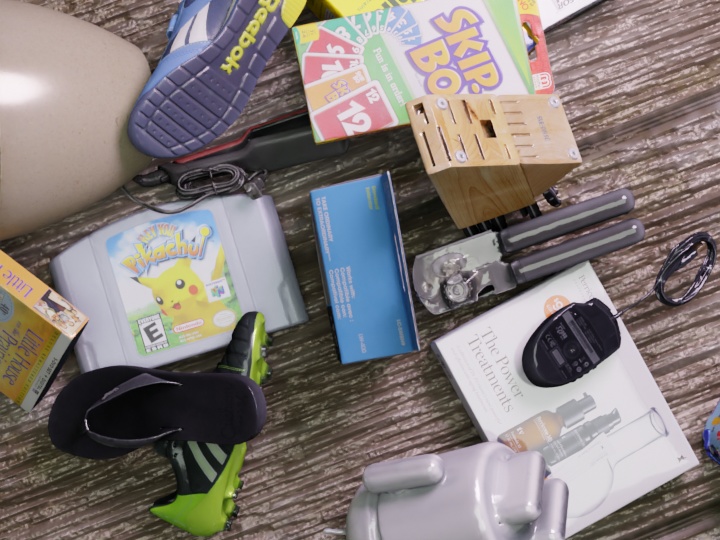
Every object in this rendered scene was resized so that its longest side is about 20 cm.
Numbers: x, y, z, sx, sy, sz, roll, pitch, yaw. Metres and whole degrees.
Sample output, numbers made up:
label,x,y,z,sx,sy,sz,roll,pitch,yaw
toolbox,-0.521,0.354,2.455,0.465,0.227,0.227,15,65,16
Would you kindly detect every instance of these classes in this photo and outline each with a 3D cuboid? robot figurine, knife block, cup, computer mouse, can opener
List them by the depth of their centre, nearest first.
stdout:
label,x,y,z,sx,sy,sz,roll,pitch,yaw
knife block,0.086,-0.076,1.580,0.200,0.176,0.064,-4,67,-36
cup,-0.248,-0.129,1.587,0.143,0.200,0.201,-7,89,-21
robot figurine,0.071,0.208,1.595,0.200,0.113,0.170,-17,127,28
computer mouse,0.216,0.032,1.622,0.200,0.034,0.059,-33,98,-11
can opener,0.139,-0.017,1.636,0.200,0.067,0.053,-19,91,5

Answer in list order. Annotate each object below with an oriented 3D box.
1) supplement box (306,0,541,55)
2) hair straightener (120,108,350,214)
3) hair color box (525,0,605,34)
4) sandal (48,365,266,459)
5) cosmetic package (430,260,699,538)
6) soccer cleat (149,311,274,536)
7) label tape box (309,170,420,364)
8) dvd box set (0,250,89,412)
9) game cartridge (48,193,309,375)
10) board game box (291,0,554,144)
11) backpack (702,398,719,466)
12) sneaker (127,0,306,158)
label,x,y,z,sx,sy,sz,roll,pitch,yaw
supplement box,0.040,-0.220,1.627,0.109,0.110,0.200,-44,91,-3
hair straightener,-0.105,-0.091,1.633,0.200,0.077,0.041,-13,123,-3
hair color box,0.139,-0.306,1.657,0.099,0.061,0.200,-29,89,-2
sandal,-0.175,0.114,1.589,0.200,0.043,0.076,-8,93,25
cosmetic package,0.173,0.113,1.653,0.151,0.052,0.200,-29,89,-5
soccer cleat,-0.126,0.126,1.621,0.081,0.068,0.200,15,102,4
label tape box,0.000,0.000,1.573,0.063,0.200,0.144,-10,89,-2
dvd box set,-0.326,0.020,1.595,0.200,0.146,0.029,38,53,-1
game cartridge,-0.157,0.010,1.651,0.200,0.040,0.134,-17,86,-3
board game box,0.052,-0.168,1.559,0.200,0.030,0.096,-12,90,-3
backpack,0.383,0.115,1.585,0.134,0.200,0.183,30,88,-1
sneaker,-0.122,-0.175,1.564,0.200,0.082,0.074,-53,126,-11
